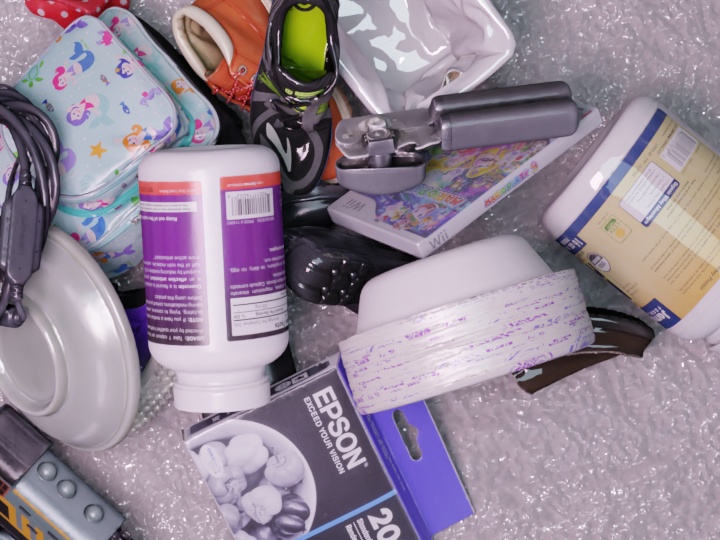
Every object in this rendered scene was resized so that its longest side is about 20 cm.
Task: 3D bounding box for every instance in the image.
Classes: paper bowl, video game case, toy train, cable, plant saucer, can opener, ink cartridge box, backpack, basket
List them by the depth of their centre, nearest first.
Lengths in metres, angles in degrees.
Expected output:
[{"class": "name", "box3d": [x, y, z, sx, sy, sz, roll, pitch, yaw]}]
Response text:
[{"class": "paper bowl", "box3d": [0.078, 0.038, 1.504, 0.199, 0.201, 0.105, -18, 87, -1]}, {"class": "cable", "box3d": [-0.297, -0.049, 1.518, 0.050, 0.162, 0.202, 8, 78, -37]}, {"class": "can opener", "box3d": [0.076, -0.106, 1.529, 0.198, 0.054, 0.067, -7, 128, -5]}, {"class": "plant saucer", "box3d": [-0.260, 0.061, 1.545, 0.050, 0.199, 0.202, -24, 89, -41]}, {"class": "video game case", "box3d": [0.085, -0.087, 1.571, 0.199, 0.143, 0.018, -37, 120, -19]}, {"class": "backpack", "box3d": [-0.218, -0.100, 1.587, 0.200, 0.150, 0.178, -45, 67, 8]}, {"class": "toy train", "box3d": [-0.271, 0.205, 1.595, 0.200, 0.085, 0.114, 43, 133, 0]}, {"class": "basket", "box3d": [0.022, -0.219, 1.604, 0.135, 0.123, 0.201, -38, 89, 0]}, {"class": "ink cartridge box", "box3d": [-0.022, 0.177, 1.608, 0.199, 0.043, 0.199, -26, 110, -2]}]

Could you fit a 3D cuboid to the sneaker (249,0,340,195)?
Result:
[{"class": "sneaker", "box3d": [-0.053, -0.149, 1.516, 0.070, 0.083, 0.201, 7, 120, -1]}]

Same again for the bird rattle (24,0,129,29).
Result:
[{"class": "bird rattle", "box3d": [-0.231, -0.311, 1.636, 0.163, 0.113, 0.200, 44, 102, 12]}]

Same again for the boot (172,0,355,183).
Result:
[{"class": "boot", "box3d": [-0.082, -0.151, 1.603, 0.075, 0.107, 0.201, -38, 85, 37]}]

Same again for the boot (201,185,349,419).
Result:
[{"class": "boot", "box3d": [-0.073, 0.037, 1.625, 0.163, 0.066, 0.202, -10, 85, 10]}]

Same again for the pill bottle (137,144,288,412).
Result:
[{"class": "pill bottle", "box3d": [-0.114, 0.005, 1.482, 0.111, 0.112, 0.202, -2, 96, 0]}]

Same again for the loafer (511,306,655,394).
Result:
[{"class": "loafer", "box3d": [0.154, 0.070, 1.632, 0.198, 0.073, 0.072, -1, 93, 9]}]

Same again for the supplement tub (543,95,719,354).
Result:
[{"class": "supplement tub", "box3d": [0.267, -0.034, 1.584, 0.199, 0.144, 0.145, 38, 89, 1]}]

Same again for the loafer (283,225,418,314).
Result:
[{"class": "loafer", "box3d": [0.000, 0.000, 1.584, 0.070, 0.200, 0.068, 45, 108, 35]}]

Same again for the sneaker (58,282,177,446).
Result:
[{"class": "sneaker", "box3d": [-0.198, 0.066, 1.616, 0.200, 0.069, 0.100, -43, 65, 24]}]
